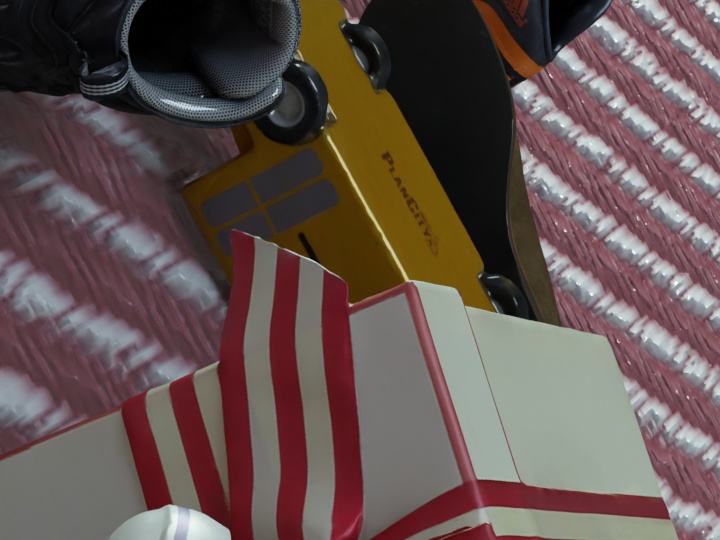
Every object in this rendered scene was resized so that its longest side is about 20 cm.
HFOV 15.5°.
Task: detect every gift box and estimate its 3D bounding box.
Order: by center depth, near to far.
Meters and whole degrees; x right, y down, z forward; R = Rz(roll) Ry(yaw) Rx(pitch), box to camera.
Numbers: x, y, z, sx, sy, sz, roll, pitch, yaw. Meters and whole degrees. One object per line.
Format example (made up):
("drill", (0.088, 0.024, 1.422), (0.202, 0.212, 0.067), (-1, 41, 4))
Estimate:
("gift box", (-0.013, 0.101, 0.784), (0.187, 0.184, 0.201), (11, 54, -65))

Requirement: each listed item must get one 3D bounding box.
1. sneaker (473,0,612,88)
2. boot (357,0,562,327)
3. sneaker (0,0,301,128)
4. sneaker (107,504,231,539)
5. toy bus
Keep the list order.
("sneaker", (0.069, -0.152, 1.170), (0.078, 0.112, 0.201), (38, 38, -38))
("boot", (0.043, -0.022, 1.087), (0.075, 0.073, 0.201), (22, 54, -70))
("sneaker", (-0.048, -0.103, 0.892), (0.200, 0.114, 0.076), (-32, 131, -37))
("sneaker", (-0.117, 0.119, 0.634), (0.114, 0.073, 0.201), (35, 64, -3))
("toy bus", (0.000, 0.000, 0.974), (0.200, 0.078, 0.065), (61, 30, -5))
